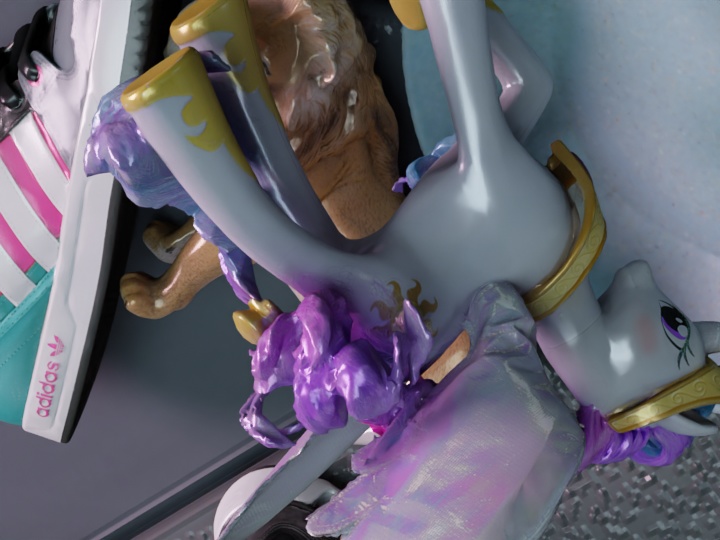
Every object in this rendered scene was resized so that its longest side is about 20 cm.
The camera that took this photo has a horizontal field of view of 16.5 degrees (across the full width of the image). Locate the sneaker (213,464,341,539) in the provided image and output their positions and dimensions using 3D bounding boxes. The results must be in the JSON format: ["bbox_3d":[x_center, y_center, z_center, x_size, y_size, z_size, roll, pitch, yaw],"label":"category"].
[{"bbox_3d":[0.026,0.146,0.832,0.200,0.091,0.066,33,115,2],"label":"sneaker"}]

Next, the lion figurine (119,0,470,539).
[{"bbox_3d":[0.000,0.000,0.801,0.122,0.072,0.200,-39,101,27],"label":"lion figurine"}]

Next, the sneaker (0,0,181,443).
[{"bbox_3d":[-0.130,-0.047,0.814,0.121,0.084,0.200,15,114,-1],"label":"sneaker"}]

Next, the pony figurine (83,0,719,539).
[{"bbox_3d":[0.013,0.011,0.697,0.193,0.167,0.200,-39,107,-17],"label":"pony figurine"}]

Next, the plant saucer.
[{"bbox_3d":[0.105,-0.049,0.746,0.201,0.039,0.201,21,131,26],"label":"plant saucer"}]
